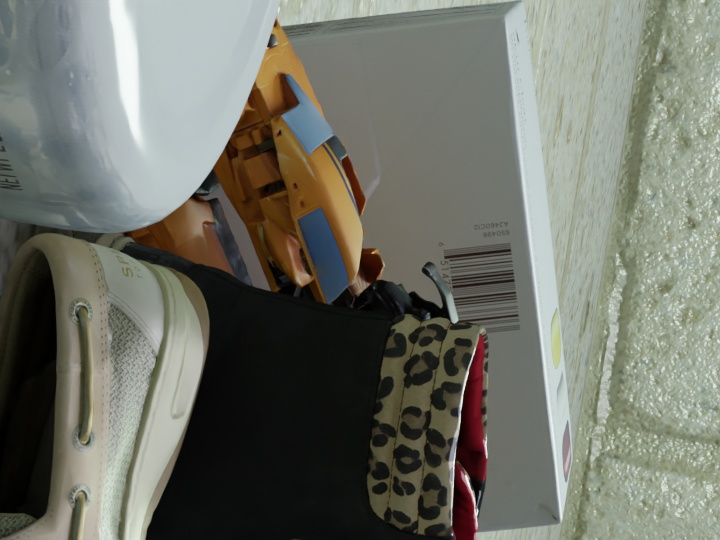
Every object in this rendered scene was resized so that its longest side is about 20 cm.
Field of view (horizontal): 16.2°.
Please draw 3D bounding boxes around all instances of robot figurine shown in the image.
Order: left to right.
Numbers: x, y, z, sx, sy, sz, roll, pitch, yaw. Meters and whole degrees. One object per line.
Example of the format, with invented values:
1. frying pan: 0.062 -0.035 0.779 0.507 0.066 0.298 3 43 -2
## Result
1. robot figurine: -0.039 0.016 0.921 0.058 0.144 0.201 -32 102 -53

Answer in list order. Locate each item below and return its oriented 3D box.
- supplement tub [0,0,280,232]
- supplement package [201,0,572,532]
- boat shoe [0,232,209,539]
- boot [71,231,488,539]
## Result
1. supplement tub: -0.116 -0.079 0.413 0.122 0.198 0.124 9 90 -77
2. supplement package: 0.000 0.000 1.029 0.111 0.154 0.202 -57 141 -78
3. boat shoe: -0.103 0.089 0.768 0.065 0.072 0.202 21 82 -42
4. boot: -0.036 0.088 0.865 0.073 0.149 0.202 -58 154 -65
